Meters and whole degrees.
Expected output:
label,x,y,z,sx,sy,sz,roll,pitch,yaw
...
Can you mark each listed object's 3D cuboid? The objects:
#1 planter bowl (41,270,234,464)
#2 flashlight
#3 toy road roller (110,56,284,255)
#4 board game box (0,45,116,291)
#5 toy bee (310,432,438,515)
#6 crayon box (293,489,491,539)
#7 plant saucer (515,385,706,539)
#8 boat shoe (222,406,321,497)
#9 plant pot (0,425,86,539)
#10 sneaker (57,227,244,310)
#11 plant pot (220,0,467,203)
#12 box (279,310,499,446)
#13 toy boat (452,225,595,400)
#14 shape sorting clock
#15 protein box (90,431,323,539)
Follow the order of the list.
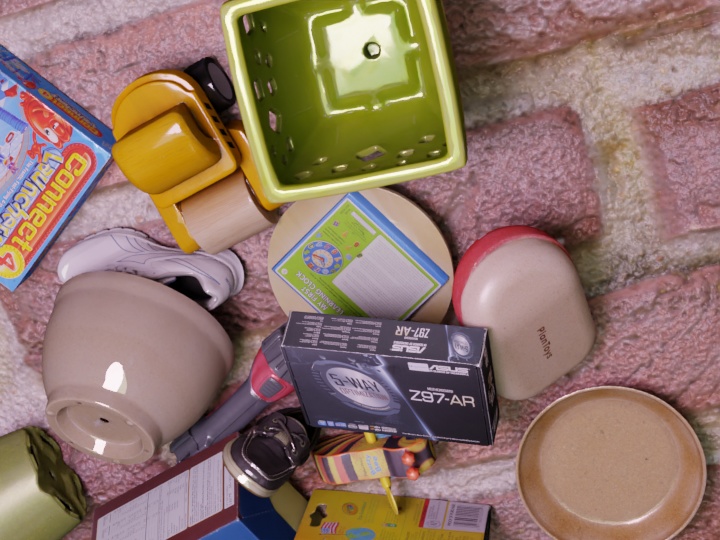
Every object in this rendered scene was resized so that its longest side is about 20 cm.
label,x,y,z,sx,sy,sz,roll,pitch,yaw
planter bowl,-0.246,0.115,1.631,0.200,0.135,0.200,13,145,9
flashlight,-0.126,0.138,1.699,0.200,0.068,0.068,-42,62,28
toy road roller,-0.173,-0.106,1.584,0.123,0.146,0.200,-26,103,17
board game box,-0.385,-0.115,1.663,0.196,0.056,0.200,37,110,-4
toy bee,0.034,0.187,1.672,0.200,0.109,0.131,-36,98,18
crayon box,0.036,0.291,1.697,0.200,0.127,0.051,5,109,8
plant saucer,0.266,0.209,1.680,0.200,0.035,0.200,3,109,8
boat shoe,-0.087,0.179,1.642,0.072,0.201,0.066,43,102,4
plant pot,-0.413,0.270,1.743,0.190,0.200,0.200,-30,102,5
sneaker,-0.227,0.003,1.662,0.200,0.087,0.075,3,110,9
plant pot,-0.003,-0.194,1.509,0.200,0.181,0.199,-9,106,12
box,0.033,0.109,1.572,0.200,0.044,0.160,5,146,13
toy boat,0.150,0.028,1.597,0.130,0.131,0.200,-34,139,-8
shape sorting clock,0.000,0.000,1.649,0.200,0.039,0.200,4,113,9
protein box,-0.155,0.319,1.700,0.200,0.135,0.199,-29,123,17
